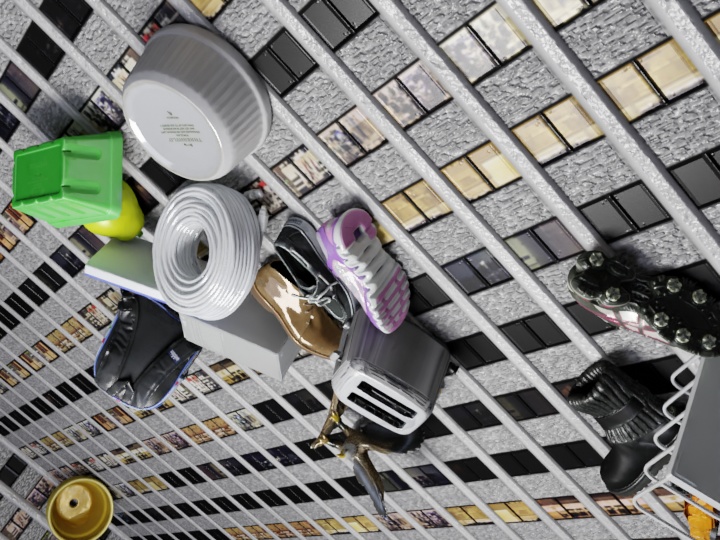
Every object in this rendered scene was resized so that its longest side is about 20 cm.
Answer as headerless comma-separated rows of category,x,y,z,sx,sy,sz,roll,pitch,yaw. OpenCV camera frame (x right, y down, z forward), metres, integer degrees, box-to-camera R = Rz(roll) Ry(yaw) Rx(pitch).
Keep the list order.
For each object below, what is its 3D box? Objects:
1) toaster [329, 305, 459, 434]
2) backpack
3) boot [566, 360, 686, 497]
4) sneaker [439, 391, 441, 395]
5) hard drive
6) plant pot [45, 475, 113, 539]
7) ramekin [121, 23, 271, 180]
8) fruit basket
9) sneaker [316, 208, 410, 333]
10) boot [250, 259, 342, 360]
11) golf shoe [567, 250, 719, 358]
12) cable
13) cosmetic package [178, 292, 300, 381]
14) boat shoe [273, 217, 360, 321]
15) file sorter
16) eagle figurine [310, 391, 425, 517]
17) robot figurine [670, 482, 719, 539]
toaster,0.049,0.153,1.316,0.198,0.130,0.114,31,137,-9
backpack,-0.410,0.164,1.666,0.198,0.192,0.154,31,162,2
boot,0.347,0.217,1.213,0.156,0.080,0.213,25,135,-1
sneaker,0.033,0.198,1.441,0.197,0.088,0.076,4,138,38
hard drive,-0.329,0.003,1.432,0.196,0.132,0.026,19,118,3
plant pot,-0.893,0.744,2.765,0.201,0.202,0.188,44,159,-16
ramekin,-0.221,-0.209,1.147,0.199,0.095,0.204,21,143,17
fruit basket,-0.428,-0.131,1.404,0.211,0.159,0.216,0,176,0
sneaker,0.000,0.000,1.245,0.087,0.081,0.202,3,131,45
boot,-0.087,0.064,1.397,0.200,0.074,0.075,43,134,-10
golf shoe,0.339,0.042,1.037,0.198,0.078,0.088,28,165,11
cable,-0.230,-0.028,1.305,0.197,0.205,0.069,6,-179,38
cosmetic package,-0.194,0.091,1.479,0.197,0.107,0.091,24,145,16
boat shoe,-0.066,0.017,1.317,0.072,0.069,0.201,3,136,35
file sorter,0.425,0.213,1.044,0.137,0.201,0.125,29,147,5
eagle figurine,0.010,0.321,1.549,0.198,0.151,0.154,25,135,23
robot figurine,0.513,0.326,1.234,0.143,0.059,0.202,9,139,30
